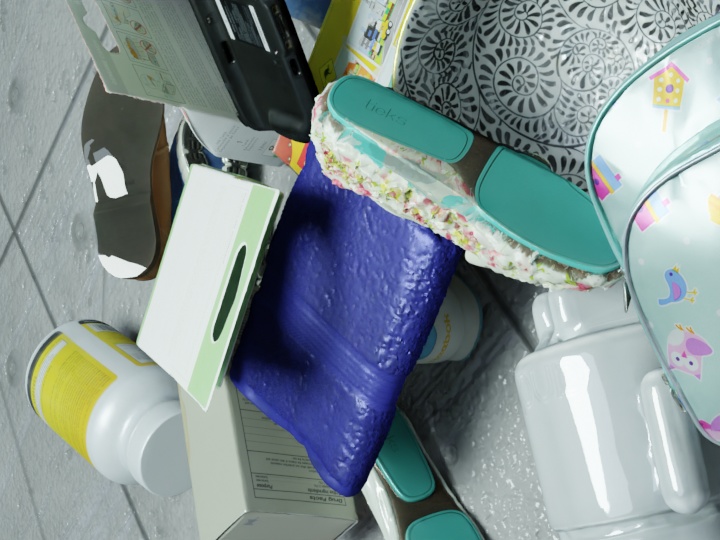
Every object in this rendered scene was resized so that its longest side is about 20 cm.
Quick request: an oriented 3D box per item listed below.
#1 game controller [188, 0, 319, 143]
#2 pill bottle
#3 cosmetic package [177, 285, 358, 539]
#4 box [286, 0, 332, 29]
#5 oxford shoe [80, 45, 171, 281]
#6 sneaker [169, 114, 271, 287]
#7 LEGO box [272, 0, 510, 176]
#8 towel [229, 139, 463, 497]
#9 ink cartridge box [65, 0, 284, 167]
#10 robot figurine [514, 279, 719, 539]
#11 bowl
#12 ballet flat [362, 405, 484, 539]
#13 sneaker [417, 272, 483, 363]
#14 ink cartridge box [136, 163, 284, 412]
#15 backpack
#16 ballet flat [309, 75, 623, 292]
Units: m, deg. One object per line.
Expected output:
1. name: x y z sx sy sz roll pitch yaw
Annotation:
1. game controller: -0.080 -0.176 0.773 0.103 0.042 0.202 19 143 40
2. pill bottle: -0.220 0.128 1.054 0.199 0.111 0.114 26 109 45
3. cosmetic package: -0.078 0.113 0.879 0.073 0.102 0.203 -44 45 37
4. box: -0.062 -0.261 0.853 0.048 0.197 0.123 -102 34 -59
5. oxford shoe: -0.191 -0.090 0.962 0.070 0.071 0.204 -2 83 10
6. sneaker: -0.127 -0.035 0.993 0.089 0.077 0.204 -22 74 63
7. LEGO box: 0.035 -0.130 0.802 0.149 0.076 0.202 46 122 38
8. towel: -0.010 0.028 0.761 0.147 0.049 0.203 40 121 35
9. ink cartridge box: -0.155 -0.166 0.919 0.050 0.198 0.162 -49 56 31
10. robot figurine: 0.154 0.102 0.646 0.170 0.111 0.204 94 163 -78
11. bowl: 0.124 -0.110 0.672 0.197 0.094 0.205 5 107 17
12. ballet flat: 0.041 0.185 0.816 0.070 0.069 0.202 -53 50 33
13. sneaker: 0.000 0.000 0.839 0.199 0.080 0.078 35 116 43
14. ink cartridge box: -0.094 0.008 0.784 0.199 0.047 0.148 21 93 63
15. backpack: 0.201 -0.028 0.534 0.175 0.152 0.202 -32 83 35
16. ballet flat: 0.058 -0.042 0.637 0.198 0.076 0.064 33 145 13
